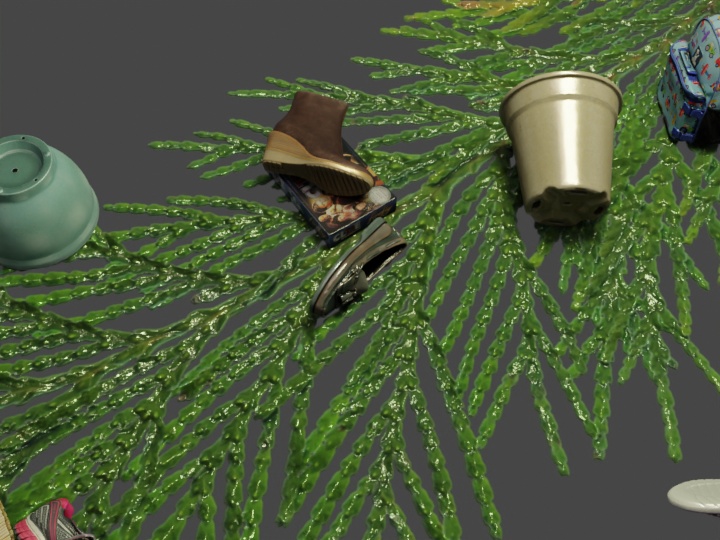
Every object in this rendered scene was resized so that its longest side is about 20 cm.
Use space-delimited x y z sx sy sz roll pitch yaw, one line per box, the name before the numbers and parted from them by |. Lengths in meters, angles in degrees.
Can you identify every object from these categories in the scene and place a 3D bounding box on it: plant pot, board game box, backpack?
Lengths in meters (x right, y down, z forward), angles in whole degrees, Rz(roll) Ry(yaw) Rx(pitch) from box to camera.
plant pot | -0.520 -0.122 1.429 0.197 0.135 0.203 0 56 0
plant pot | 0.321 -0.180 1.460 0.197 0.201 0.186 2 67 1
board game box | -0.052 -0.143 1.509 0.134 0.035 0.200 -31 61 -19
backpack | 0.595 -0.334 1.546 0.132 0.201 0.185 0 56 -1

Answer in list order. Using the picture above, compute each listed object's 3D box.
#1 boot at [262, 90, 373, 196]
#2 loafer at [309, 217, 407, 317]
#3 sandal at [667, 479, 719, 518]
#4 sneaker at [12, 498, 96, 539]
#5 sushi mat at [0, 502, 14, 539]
boot | -0.049 -0.214 1.490 0.197 0.073 0.168 16 59 15
loafer | 0.000 0.000 1.393 0.062 0.072 0.201 31 59 13
sandal | 0.500 0.305 1.197 0.199 0.082 0.051 -3 98 -5
sneaker | -0.348 0.364 1.132 0.074 0.081 0.200 -35 62 -25
sushi mat | -0.518 0.373 1.137 0.199 0.012 0.096 -33 60 -5
